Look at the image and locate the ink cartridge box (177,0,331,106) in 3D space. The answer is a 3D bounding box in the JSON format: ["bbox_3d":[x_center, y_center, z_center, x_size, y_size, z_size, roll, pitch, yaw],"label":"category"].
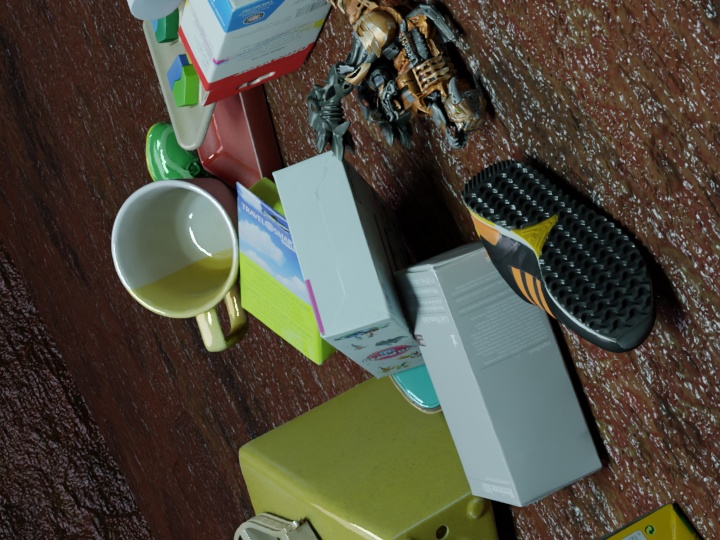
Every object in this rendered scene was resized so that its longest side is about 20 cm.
[{"bbox_3d":[-0.093,-0.230,1.414,0.068,0.115,0.200,62,159,10],"label":"ink cartridge box"}]

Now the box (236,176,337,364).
[{"bbox_3d":[-0.072,-0.005,1.656,0.122,0.048,0.201,35,147,25],"label":"box"}]

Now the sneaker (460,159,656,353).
[{"bbox_3d":[0.149,0.003,1.132,0.200,0.070,0.090,48,168,43],"label":"sneaker"}]

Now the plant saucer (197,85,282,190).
[{"bbox_3d":[-0.145,-0.185,1.716,0.200,0.036,0.201,34,142,58],"label":"plant saucer"}]

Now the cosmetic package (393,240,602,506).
[{"bbox_3d":[0.108,0.079,1.270,0.107,0.089,0.202,167,84,-72],"label":"cosmetic package"}]

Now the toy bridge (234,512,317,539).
[{"bbox_3d":[-0.089,0.267,1.512,0.068,0.027,0.200,57,150,11],"label":"toy bridge"}]

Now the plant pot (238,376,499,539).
[{"bbox_3d":[0.031,0.241,1.510,0.199,0.193,0.197,23,133,55],"label":"plant pot"}]

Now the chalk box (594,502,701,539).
[{"bbox_3d":[0.204,0.295,1.201,0.124,0.123,0.201,55,158,31],"label":"chalk box"}]

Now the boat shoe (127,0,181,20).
[{"bbox_3d":[-0.176,-0.328,1.522,0.200,0.073,0.066,-44,56,37],"label":"boat shoe"}]

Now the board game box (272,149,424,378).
[{"bbox_3d":[0.000,0.000,1.344,0.200,0.064,0.149,40,-148,-70],"label":"board game box"}]

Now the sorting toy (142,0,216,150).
[{"bbox_3d":[-0.179,-0.252,1.627,0.200,0.036,0.187,-57,46,52],"label":"sorting toy"}]

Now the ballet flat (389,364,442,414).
[{"bbox_3d":[0.039,0.043,1.473,0.201,0.068,0.063,63,-172,18],"label":"ballet flat"}]

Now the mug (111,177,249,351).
[{"bbox_3d":[-0.186,-0.021,1.782,0.153,0.148,0.189,-40,-35,-71],"label":"mug"}]

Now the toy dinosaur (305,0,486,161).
[{"bbox_3d":[0.024,-0.165,1.255,0.136,0.101,0.201,-61,36,37],"label":"toy dinosaur"}]

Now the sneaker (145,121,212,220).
[{"bbox_3d":[-0.190,-0.090,1.900,0.083,0.074,0.202,-21,94,57],"label":"sneaker"}]
